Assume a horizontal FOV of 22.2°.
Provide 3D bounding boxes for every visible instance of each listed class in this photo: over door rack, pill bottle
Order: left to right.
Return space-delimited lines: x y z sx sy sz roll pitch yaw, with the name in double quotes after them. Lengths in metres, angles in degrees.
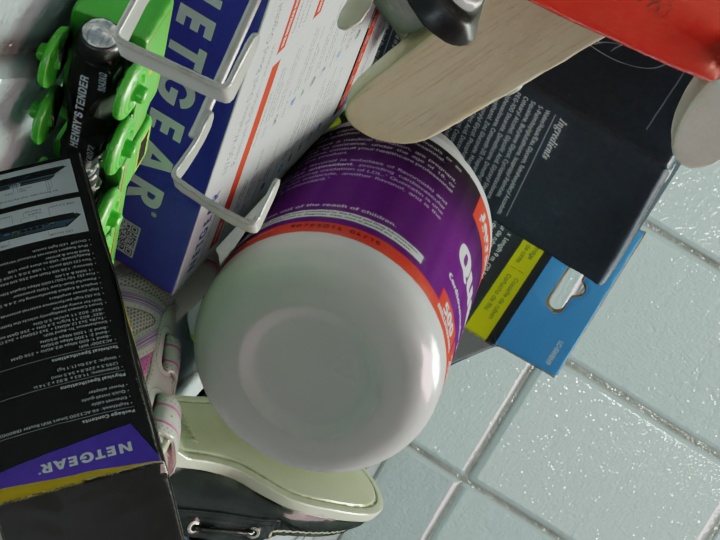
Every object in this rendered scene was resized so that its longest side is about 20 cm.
-0.040 -0.130 0.555 0.148 0.066 0.202 86 16 -77 "over door rack"
0.000 0.000 0.865 0.113 0.112 0.200 -63 180 30 "pill bottle"

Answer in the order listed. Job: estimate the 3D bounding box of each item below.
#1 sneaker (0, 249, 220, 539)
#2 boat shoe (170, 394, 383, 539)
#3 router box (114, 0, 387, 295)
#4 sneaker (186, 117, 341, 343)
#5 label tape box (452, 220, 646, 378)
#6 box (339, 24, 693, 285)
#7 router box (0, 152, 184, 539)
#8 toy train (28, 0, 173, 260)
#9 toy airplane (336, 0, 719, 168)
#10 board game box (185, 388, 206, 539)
-0.113 0.063 0.805 0.200 0.088 0.082 -54 171 -32 "sneaker"
-0.081 0.109 0.933 0.198 0.075 0.066 15 120 -38 "boat shoe"
-0.032 -0.115 0.783 0.180 0.049 0.201 -51 169 -45 "router box"
-0.038 -0.006 1.028 0.074 0.081 0.201 -50 170 -43 "sneaker"
0.058 -0.015 1.160 0.144 0.199 0.063 -52 170 -37 "label tape box"
0.094 -0.118 1.002 0.149 0.199 0.107 -51 169 -38 "box"
-0.088 0.088 0.624 0.158 0.052 0.201 -115 -167 -50 "router box"
-0.104 -0.032 0.698 0.201 0.041 0.057 111 3 -52 "toy train"
0.089 -0.121 0.598 0.200 0.198 0.142 88 -10 -59 "toy airplane"
-0.054 0.087 1.083 0.166 0.057 0.200 -49 -171 -13 "board game box"
